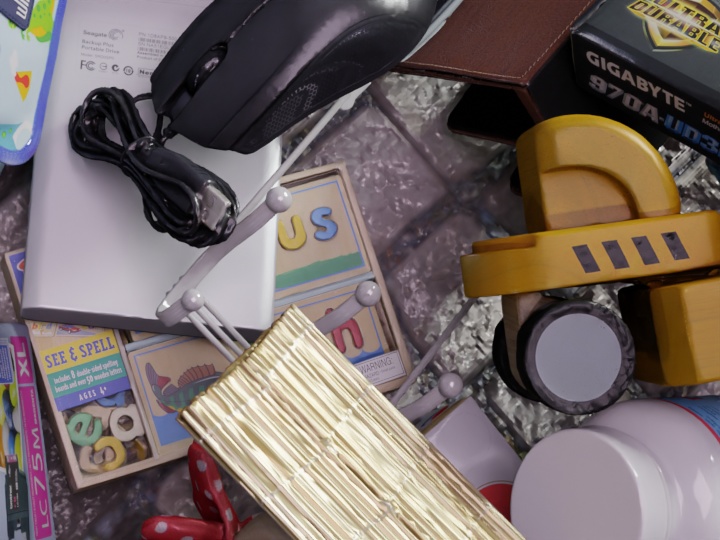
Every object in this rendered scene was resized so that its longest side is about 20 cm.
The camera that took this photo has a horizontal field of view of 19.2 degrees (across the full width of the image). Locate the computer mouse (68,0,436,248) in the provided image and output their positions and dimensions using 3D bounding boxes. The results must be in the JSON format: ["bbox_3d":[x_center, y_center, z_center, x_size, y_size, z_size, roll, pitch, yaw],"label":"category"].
[{"bbox_3d":[-0.049,-0.109,1.085,0.200,0.053,0.138,-38,48,-14],"label":"computer mouse"}]

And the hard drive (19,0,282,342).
[{"bbox_3d":[-0.108,-0.065,1.144,0.131,0.027,0.201,6,69,-11],"label":"hard drive"}]

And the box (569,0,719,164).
[{"bbox_3d":[0.232,-0.115,1.090,0.200,0.046,0.159,33,65,30],"label":"box"}]

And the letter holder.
[{"bbox_3d":[0.127,-0.145,1.219,0.200,0.142,0.101,-48,126,-19],"label":"letter holder"}]

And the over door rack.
[{"bbox_3d":[0.000,0.000,1.117,0.148,0.067,0.200,48,52,-17],"label":"over door rack"}]

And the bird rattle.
[{"bbox_3d":[-0.021,0.168,1.079,0.113,0.163,0.200,-33,100,-36],"label":"bird rattle"}]

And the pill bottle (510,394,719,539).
[{"bbox_3d":[0.170,0.120,1.117,0.200,0.109,0.109,2,76,-49],"label":"pill bottle"}]

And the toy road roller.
[{"bbox_3d":[0.150,-0.010,1.084,0.199,0.123,0.147,-8,91,-4],"label":"toy road roller"}]

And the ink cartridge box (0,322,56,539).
[{"bbox_3d":[-0.198,0.085,1.017,0.042,0.200,0.120,-9,87,11],"label":"ink cartridge box"}]

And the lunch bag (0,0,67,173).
[{"bbox_3d":[-0.209,-0.137,1.058,0.127,0.200,0.171,12,76,-8],"label":"lunch bag"}]

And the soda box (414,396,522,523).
[{"bbox_3d":[0.088,0.168,1.153,0.068,0.064,0.200,-39,90,-19],"label":"soda box"}]

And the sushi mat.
[{"bbox_3d":[0.009,0.113,1.017,0.200,0.012,0.096,45,50,3],"label":"sushi mat"}]

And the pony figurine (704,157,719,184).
[{"bbox_3d":[0.290,-0.045,1.171,0.199,0.193,0.167,5,69,17],"label":"pony figurine"}]

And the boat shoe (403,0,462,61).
[{"bbox_3d":[0.053,-0.185,1.182,0.070,0.071,0.201,45,75,-25],"label":"boat shoe"}]

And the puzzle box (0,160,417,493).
[{"bbox_3d":[-0.081,0.028,1.155,0.199,0.025,0.133,-17,83,-18],"label":"puzzle box"}]
